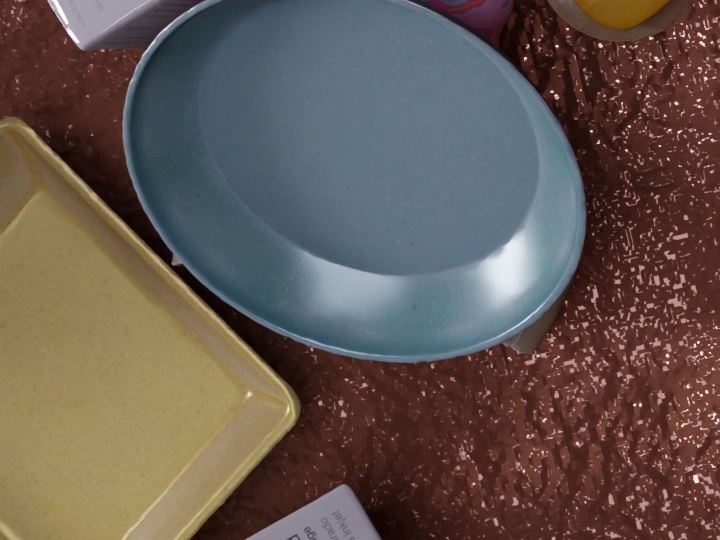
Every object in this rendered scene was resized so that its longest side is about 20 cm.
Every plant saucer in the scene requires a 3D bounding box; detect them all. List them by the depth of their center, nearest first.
[{"bbox_3d":[0.000,-0.047,1.148,0.199,0.036,0.201,11,133,12],"label":"plant saucer"},{"bbox_3d":[-0.150,0.061,1.315,0.200,0.048,0.200,45,107,8],"label":"plant saucer"}]

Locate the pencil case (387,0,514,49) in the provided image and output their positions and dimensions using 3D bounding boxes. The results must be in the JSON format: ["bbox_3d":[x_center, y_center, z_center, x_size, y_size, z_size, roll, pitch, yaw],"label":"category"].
[{"bbox_3d":[0.038,-0.157,1.114,0.087,0.087,0.200,30,141,12],"label":"pencil case"}]

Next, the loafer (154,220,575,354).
[{"bbox_3d":[0.000,0.000,1.244,0.199,0.076,0.069,6,93,16],"label":"loafer"}]

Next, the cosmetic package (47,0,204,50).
[{"bbox_3d":[-0.045,-0.176,1.221,0.200,0.102,0.074,-32,86,18],"label":"cosmetic package"}]

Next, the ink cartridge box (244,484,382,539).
[{"bbox_3d":[-0.056,0.211,1.231,0.200,0.083,0.147,-29,72,-7],"label":"ink cartridge box"}]

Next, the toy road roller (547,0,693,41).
[{"bbox_3d":[0.185,-0.146,1.144,0.200,0.123,0.146,-37,97,18],"label":"toy road roller"}]
